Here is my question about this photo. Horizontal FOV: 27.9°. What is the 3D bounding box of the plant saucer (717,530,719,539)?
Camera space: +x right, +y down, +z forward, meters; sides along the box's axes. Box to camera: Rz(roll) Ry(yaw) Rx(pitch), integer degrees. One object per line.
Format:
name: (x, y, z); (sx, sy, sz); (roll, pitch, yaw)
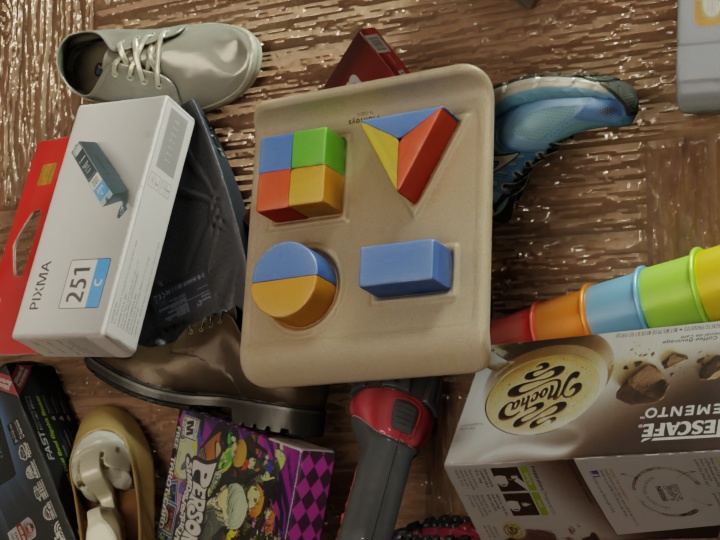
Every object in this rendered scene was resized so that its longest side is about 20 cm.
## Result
plant saucer: (0.283, 0.145, 0.826); (0.201, 0.199, 0.037); (-56, 26, 12)

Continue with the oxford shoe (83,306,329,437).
oxford shoe: (-0.113, 0.066, 1.085); (0.198, 0.073, 0.085); (9, 90, 17)

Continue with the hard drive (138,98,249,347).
hard drive: (-0.145, -0.019, 1.160); (0.134, 0.042, 0.202); (-25, 73, 25)

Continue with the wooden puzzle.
wooden puzzle: (-0.003, -0.030, 0.957); (0.184, 0.046, 0.202); (-7, 75, 28)

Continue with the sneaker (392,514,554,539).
sneaker: (0.103, 0.208, 0.970); (0.199, 0.080, 0.075); (-6, 97, 43)

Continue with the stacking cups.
stacking cups: (0.177, 0.026, 0.963); (0.199, 0.060, 0.061); (-17, 75, 33)

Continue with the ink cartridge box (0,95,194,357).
ink cartridge box: (-0.228, -0.032, 1.131); (0.175, 0.045, 0.202); (-3, 64, 32)

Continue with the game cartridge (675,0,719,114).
game cartridge: (0.274, -0.205, 0.942); (0.132, 0.041, 0.202); (-2, 83, 35)

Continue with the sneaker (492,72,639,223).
sneaker: (0.108, -0.081, 1.011); (0.199, 0.078, 0.091); (-16, 85, 37)

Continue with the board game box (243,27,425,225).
board game box: (-0.012, -0.067, 1.055); (0.103, 0.019, 0.200); (53, 133, 21)

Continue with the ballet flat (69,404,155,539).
ballet flat: (-0.193, 0.181, 1.127); (0.068, 0.063, 0.201); (-23, 56, 6)

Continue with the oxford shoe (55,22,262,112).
oxford shoe: (-0.170, -0.168, 1.187); (0.198, 0.058, 0.076); (3, 83, 29)

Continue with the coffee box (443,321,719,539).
coffee box: (0.167, 0.103, 0.911); (0.199, 0.080, 0.113); (-7, 38, 30)

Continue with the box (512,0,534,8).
box: (0.109, -0.305, 0.997); (0.109, 0.128, 0.201); (40, 104, 28)

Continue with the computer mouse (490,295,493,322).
computer mouse: (0.000, 0.000, 1.016); (0.199, 0.053, 0.140); (27, 122, 29)

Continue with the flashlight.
flashlight: (0.005, 0.154, 0.985); (0.067, 0.068, 0.201); (-2, 52, 27)

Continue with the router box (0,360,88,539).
router box: (-0.290, 0.198, 1.208); (0.150, 0.062, 0.201); (-37, 67, 23)

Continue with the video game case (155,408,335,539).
video game case: (-0.097, 0.213, 1.071); (0.181, 0.036, 0.202); (10, 90, 54)
